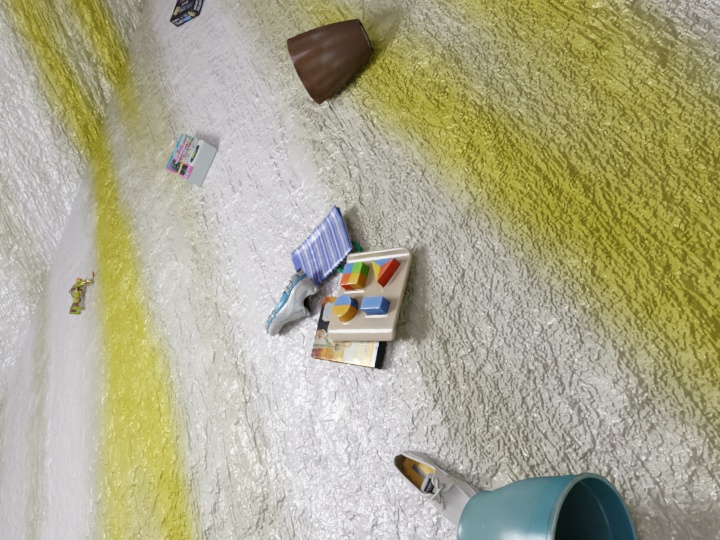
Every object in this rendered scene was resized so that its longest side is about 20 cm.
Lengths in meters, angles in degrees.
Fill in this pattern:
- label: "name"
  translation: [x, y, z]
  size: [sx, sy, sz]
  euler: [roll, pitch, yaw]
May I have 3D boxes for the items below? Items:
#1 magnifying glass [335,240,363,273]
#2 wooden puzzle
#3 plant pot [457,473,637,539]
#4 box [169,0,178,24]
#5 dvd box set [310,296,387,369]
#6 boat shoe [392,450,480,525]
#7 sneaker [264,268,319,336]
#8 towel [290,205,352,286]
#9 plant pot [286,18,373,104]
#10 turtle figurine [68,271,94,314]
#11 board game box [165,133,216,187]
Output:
- label: "magnifying glass"
  translation: [0.000, 0.000, 1.220]
  size: [0.080, 0.022, 0.200]
  euler: [-54, 44, 12]
- label: "wooden puzzle"
  translation: [0.012, 0.046, 1.131]
  size: [0.182, 0.046, 0.204]
  euler: [-6, 62, 40]
- label: "plant pot"
  translation: [0.242, 0.383, 0.723]
  size: [0.187, 0.197, 0.205]
  euler: [-23, 57, 51]
- label: "box"
  translation: [-0.782, -1.241, 2.428]
  size: [0.197, 0.049, 0.203]
  euler: [2, 75, 42]
- label: "dvd box set"
  translation: [-0.021, 0.134, 1.174]
  size: [0.197, 0.029, 0.150]
  euler: [1, 73, 43]
- label: "boat shoe"
  translation: [0.132, 0.373, 0.907]
  size: [0.199, 0.069, 0.072]
  euler: [29, 92, 45]
- label: "sneaker"
  translation: [-0.165, 0.098, 1.296]
  size: [0.086, 0.075, 0.202]
  euler: [36, 118, 5]
- label: "towel"
  translation: [-0.101, -0.045, 1.308]
  size: [0.200, 0.024, 0.147]
  euler: [-44, 49, 31]
- label: "plant pot"
  translation: [-0.070, -0.587, 1.438]
  size: [0.197, 0.187, 0.190]
  euler: [-24, 57, 15]
- label: "turtle figurine"
  translation: [-1.182, 0.091, 2.217]
  size: [0.198, 0.064, 0.164]
  euler: [-27, 56, 31]
- label: "board game box"
  translation: [-0.613, -0.401, 1.912]
  size: [0.198, 0.064, 0.150]
  euler: [26, 90, 46]
